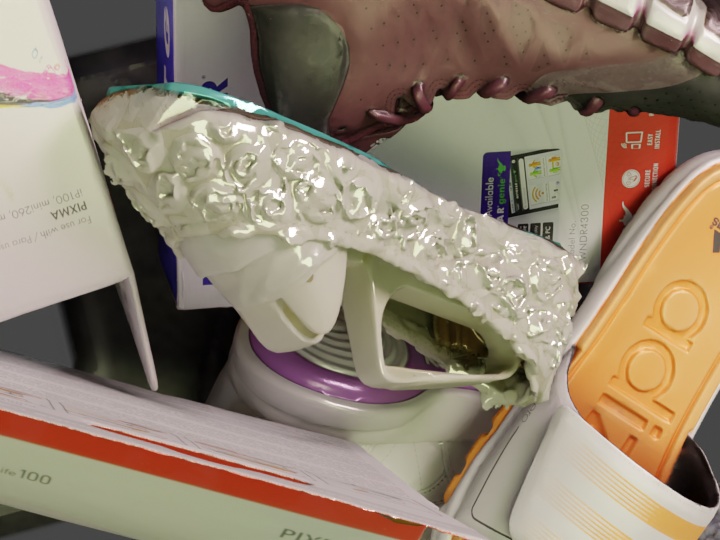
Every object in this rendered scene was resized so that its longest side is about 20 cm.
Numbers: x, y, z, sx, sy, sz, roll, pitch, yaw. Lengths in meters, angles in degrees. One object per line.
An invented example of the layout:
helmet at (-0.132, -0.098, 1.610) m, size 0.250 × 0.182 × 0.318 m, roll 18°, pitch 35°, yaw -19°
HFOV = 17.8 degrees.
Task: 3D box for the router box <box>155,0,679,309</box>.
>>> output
router box at (0.020, -0.092, 0.778) m, size 0.178 × 0.049 × 0.202 m, roll -4°, pitch 113°, yaw -12°

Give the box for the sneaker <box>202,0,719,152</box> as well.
sneaker at (0.039, -0.067, 0.733) m, size 0.199 × 0.076 × 0.116 m, roll 29°, pitch 109°, yaw -12°

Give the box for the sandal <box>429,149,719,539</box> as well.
sandal at (0.092, 0.054, 0.778) m, size 0.079 × 0.059 × 0.208 m, roll 27°, pitch 91°, yaw -21°

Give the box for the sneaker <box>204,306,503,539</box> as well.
sneaker at (0.030, 0.070, 0.848) m, size 0.198 × 0.075 × 0.100 m, roll 18°, pitch 126°, yaw -20°

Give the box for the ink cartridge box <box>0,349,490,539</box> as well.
ink cartridge box at (-0.063, 0.064, 0.675) m, size 0.161 × 0.200 × 0.058 m, roll 16°, pitch 94°, yaw -11°

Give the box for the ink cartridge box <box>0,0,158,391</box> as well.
ink cartridge box at (-0.125, -0.060, 0.719) m, size 0.067 × 0.117 × 0.202 m, roll -18°, pitch 115°, yaw -5°

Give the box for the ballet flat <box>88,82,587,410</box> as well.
ballet flat at (0.000, 0.000, 0.712) m, size 0.199 × 0.072 × 0.072 m, roll 20°, pitch 107°, yaw -41°

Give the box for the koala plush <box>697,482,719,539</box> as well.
koala plush at (0.210, 0.185, 0.838) m, size 0.182 × 0.200 × 0.178 m, roll -12°, pitch 135°, yaw -27°
